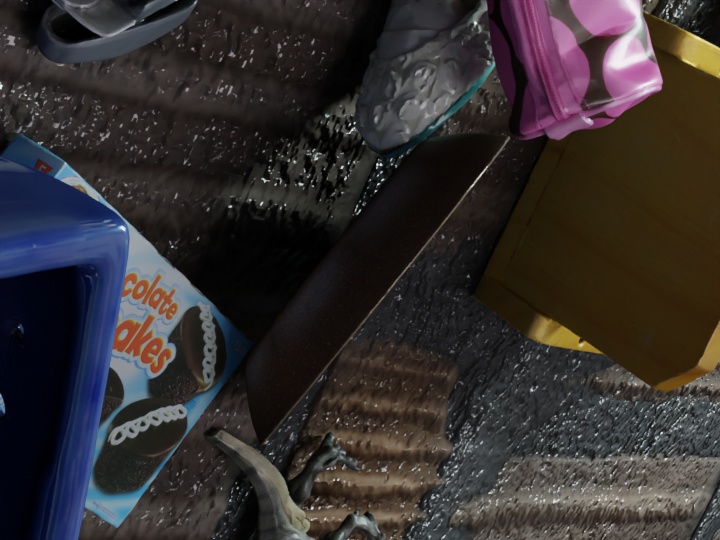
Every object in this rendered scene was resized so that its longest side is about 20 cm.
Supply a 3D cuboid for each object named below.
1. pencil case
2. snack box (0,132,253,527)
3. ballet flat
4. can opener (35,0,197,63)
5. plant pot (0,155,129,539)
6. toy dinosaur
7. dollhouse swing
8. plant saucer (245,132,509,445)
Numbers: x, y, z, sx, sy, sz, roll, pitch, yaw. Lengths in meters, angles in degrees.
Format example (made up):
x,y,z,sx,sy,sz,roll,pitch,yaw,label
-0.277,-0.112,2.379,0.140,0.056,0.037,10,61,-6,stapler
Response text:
x,y,z,sx,sy,sz,roll,pitch,yaw,label
0.083,-0.160,0.917,0.094,0.091,0.200,-65,139,-71,pencil case
-0.134,0.034,0.899,0.116,0.037,0.200,-54,148,-8,snack box
0.055,-0.142,0.997,0.200,0.072,0.072,-45,146,-23,ballet flat
-0.061,-0.152,0.846,0.200,0.053,0.067,-35,173,-33,can opener
-0.219,0.045,0.659,0.200,0.180,0.200,-17,130,-47,plant pot
-0.034,0.147,1.126,0.088,0.047,0.200,-31,136,-25,toy dinosaur
0.198,-0.029,1.168,0.182,0.176,0.200,12,106,-56,dollhouse swing
0.000,0.000,0.988,0.201,0.037,0.200,-50,180,0,plant saucer
